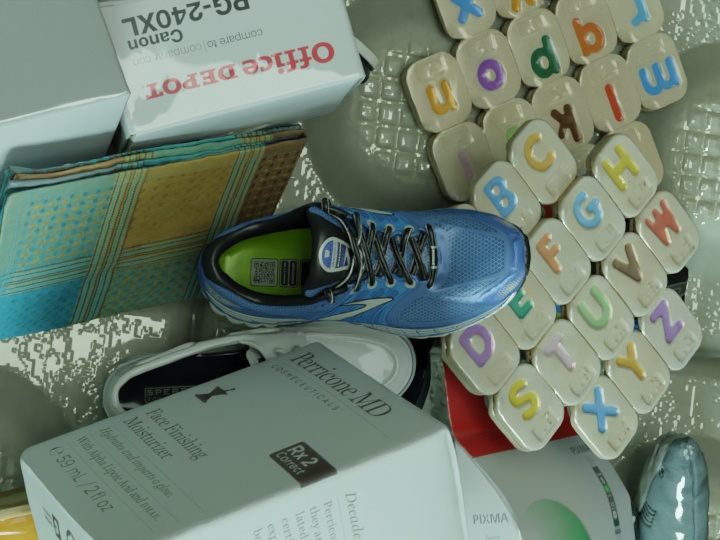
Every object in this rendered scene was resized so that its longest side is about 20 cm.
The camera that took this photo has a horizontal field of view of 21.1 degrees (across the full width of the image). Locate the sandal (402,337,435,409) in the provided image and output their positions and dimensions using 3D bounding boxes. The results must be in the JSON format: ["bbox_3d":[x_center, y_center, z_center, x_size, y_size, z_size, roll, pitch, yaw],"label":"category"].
[{"bbox_3d":[0.017,0.058,1.252,0.076,0.043,0.202,18,85,-21],"label":"sandal"}]

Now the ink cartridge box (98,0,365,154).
[{"bbox_3d":[-0.094,-0.179,1.114,0.144,0.083,0.202,-15,87,-14],"label":"ink cartridge box"}]

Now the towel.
[{"bbox_3d":[-0.135,-0.022,1.131,0.199,0.147,0.022,-13,57,-35],"label":"towel"}]

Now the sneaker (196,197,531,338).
[{"bbox_3d":[0.000,0.000,1.119,0.198,0.089,0.079,-5,84,5],"label":"sneaker"}]

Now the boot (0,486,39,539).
[{"bbox_3d":[-0.171,0.201,1.168,0.200,0.071,0.145,-9,94,-25],"label":"boot"}]

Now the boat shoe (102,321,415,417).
[{"bbox_3d":[-0.059,0.072,1.190,0.198,0.065,0.074,-12,89,-9],"label":"boat shoe"}]

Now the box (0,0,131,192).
[{"bbox_3d":[-0.213,-0.155,1.082,0.097,0.124,0.201,-16,78,-20],"label":"box"}]

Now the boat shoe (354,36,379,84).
[{"bbox_3d":[-0.085,-0.151,1.191,0.199,0.074,0.061,25,83,-17],"label":"boat shoe"}]

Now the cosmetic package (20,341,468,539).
[{"bbox_3d":[-0.060,0.166,1.085,0.199,0.165,0.166,-20,114,-23],"label":"cosmetic package"}]

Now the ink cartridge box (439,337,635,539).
[{"bbox_3d":[0.119,0.131,1.239,0.160,0.050,0.202,-3,87,-57],"label":"ink cartridge box"}]

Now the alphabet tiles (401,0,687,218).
[{"bbox_3d":[0.126,-0.128,1.306,0.199,0.015,0.197,-25,100,-19],"label":"alphabet tiles"}]

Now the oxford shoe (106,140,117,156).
[{"bbox_3d":[-0.195,-0.044,1.146,0.200,0.075,0.058,-38,141,-14],"label":"oxford shoe"}]

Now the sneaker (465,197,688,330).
[{"bbox_3d":[0.144,-0.011,1.283,0.199,0.071,0.083,27,80,-33],"label":"sneaker"}]

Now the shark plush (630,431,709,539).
[{"bbox_3d":[0.210,0.209,1.311,0.090,0.083,0.202,3,90,-22],"label":"shark plush"}]

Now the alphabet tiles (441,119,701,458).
[{"bbox_3d":[0.135,0.012,1.214,0.200,0.015,0.196,-48,111,-24],"label":"alphabet tiles"}]
